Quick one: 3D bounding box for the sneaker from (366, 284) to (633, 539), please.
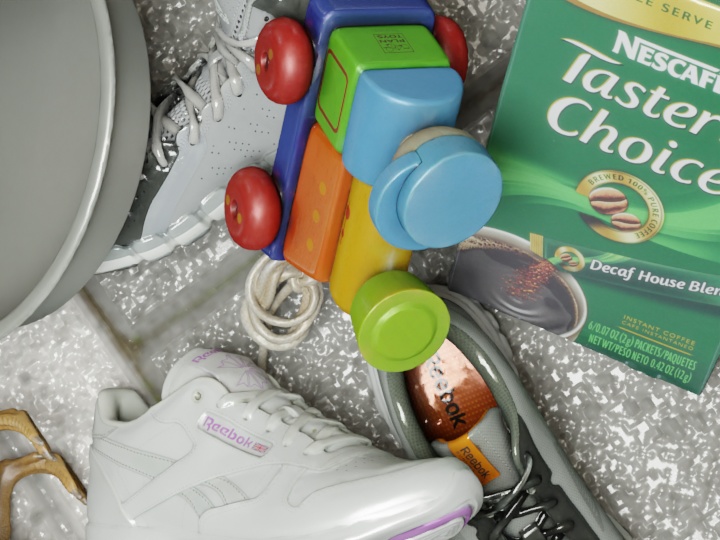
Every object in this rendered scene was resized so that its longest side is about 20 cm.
[{"bbox_3d":[0.061,0.099,1.109,0.074,0.079,0.201,-32,88,5],"label":"sneaker"}]

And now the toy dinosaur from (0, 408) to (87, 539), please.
[{"bbox_3d":[-0.180,0.098,1.145,0.106,0.060,0.201,-34,77,-3],"label":"toy dinosaur"}]

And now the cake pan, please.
[{"bbox_3d":[-0.159,-0.063,1.111,0.199,0.037,0.202,-6,81,42],"label":"cake pan"}]

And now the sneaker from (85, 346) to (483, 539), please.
[{"bbox_3d":[-0.041,0.079,1.094,0.199,0.075,0.101,-6,85,36],"label":"sneaker"}]

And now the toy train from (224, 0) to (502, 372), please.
[{"bbox_3d":[0.000,0.000,1.066,0.084,0.116,0.201,-3,127,-23],"label":"toy train"}]

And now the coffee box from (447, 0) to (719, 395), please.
[{"bbox_3d":[0.110,-0.048,1.057,0.122,0.044,0.201,23,137,7],"label":"coffee box"}]

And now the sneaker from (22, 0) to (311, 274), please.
[{"bbox_3d":[-0.064,-0.083,1.100,0.199,0.116,0.075,-26,46,0],"label":"sneaker"}]
